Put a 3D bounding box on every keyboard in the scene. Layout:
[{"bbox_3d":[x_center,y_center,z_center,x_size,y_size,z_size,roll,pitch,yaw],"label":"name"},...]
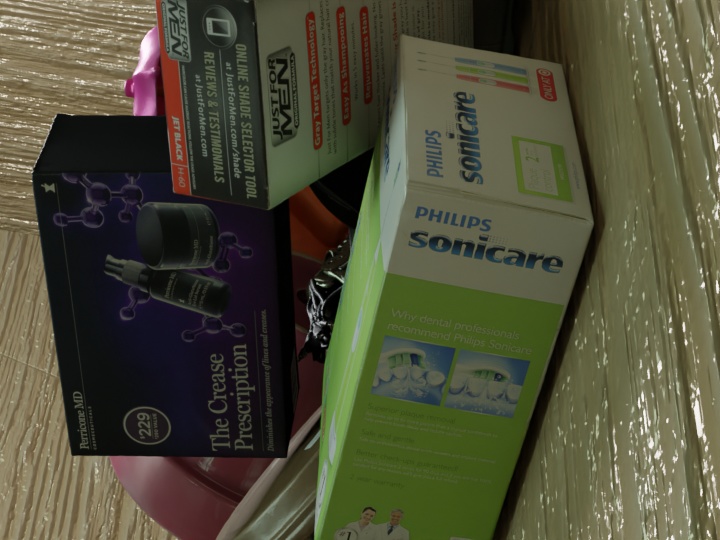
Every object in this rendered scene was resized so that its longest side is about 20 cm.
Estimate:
[{"bbox_3d":[0.010,0.000,1.073,0.127,0.021,0.200,-37,20,14],"label":"keyboard"}]

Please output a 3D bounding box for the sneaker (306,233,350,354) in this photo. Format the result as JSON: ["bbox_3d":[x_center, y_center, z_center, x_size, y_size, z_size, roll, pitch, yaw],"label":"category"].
[{"bbox_3d":[0.000,0.000,1.178,0.201,0.075,0.071,-92,13,-59],"label":"sneaker"}]

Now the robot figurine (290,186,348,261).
[{"bbox_3d":[-0.038,-0.028,1.371,0.200,0.115,0.146,112,166,-64],"label":"robot figurine"}]

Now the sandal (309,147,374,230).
[{"bbox_3d":[-0.008,-0.069,0.956,0.200,0.075,0.043,50,-151,-48],"label":"sandal"}]

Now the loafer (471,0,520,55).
[{"bbox_3d":[0.057,-0.145,0.920,0.072,0.062,0.202,-91,12,-58],"label":"loafer"}]

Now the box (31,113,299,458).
[{"bbox_3d":[-0.112,0.012,0.994,0.079,0.139,0.202,-81,-10,-57],"label":"box"}]

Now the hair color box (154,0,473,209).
[{"bbox_3d":[-0.015,-0.113,0.813,0.200,0.061,0.103,-35,-51,-51],"label":"hair color box"}]

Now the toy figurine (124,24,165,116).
[{"bbox_3d":[-0.049,-0.110,1.024,0.199,0.182,0.152,-1,92,60],"label":"toy figurine"}]

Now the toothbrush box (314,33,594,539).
[{"bbox_3d":[0.037,0.016,0.773,0.146,0.085,0.202,-89,9,-58],"label":"toothbrush box"}]

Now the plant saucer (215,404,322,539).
[{"bbox_3d":[-0.026,0.116,1.006,0.200,0.029,0.200,-48,3,3],"label":"plant saucer"}]

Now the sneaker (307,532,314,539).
[{"bbox_3d":[0.002,0.154,1.036,0.201,0.066,0.091,-95,25,-70],"label":"sneaker"}]

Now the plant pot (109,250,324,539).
[{"bbox_3d":[-0.068,0.093,1.240,0.180,0.198,0.201,-61,14,24],"label":"plant pot"}]
